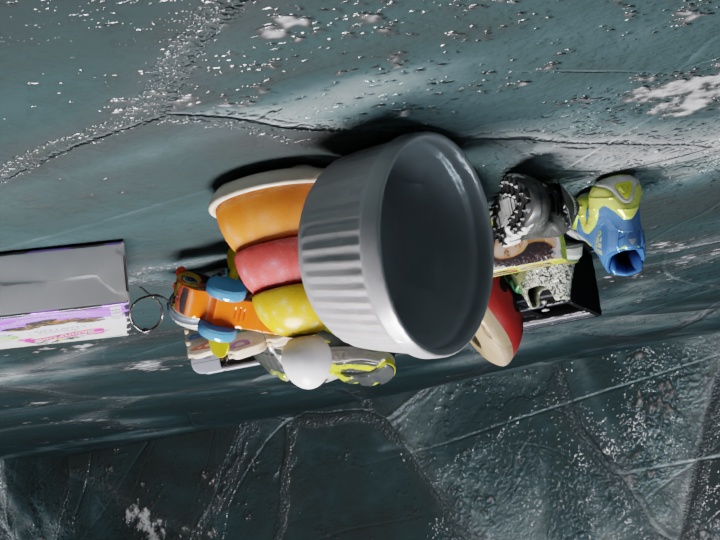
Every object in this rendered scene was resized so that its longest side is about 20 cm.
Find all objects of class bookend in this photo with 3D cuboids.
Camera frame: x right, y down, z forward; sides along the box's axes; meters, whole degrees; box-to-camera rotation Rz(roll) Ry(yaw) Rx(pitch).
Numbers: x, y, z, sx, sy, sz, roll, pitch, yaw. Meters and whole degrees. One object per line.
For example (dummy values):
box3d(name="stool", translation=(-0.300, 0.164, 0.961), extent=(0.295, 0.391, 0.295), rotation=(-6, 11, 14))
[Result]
box3d(name="bookend", translation=(0.218, 0.027, 1.865), extent=(0.196, 0.094, 0.200), rotation=(-12, 168, 20))

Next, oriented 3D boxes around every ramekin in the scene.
box3d(name="ramekin", translation=(0.030, -0.020, 1.208), extent=(0.104, 0.204, 0.199), rotation=(-4, 174, 36))

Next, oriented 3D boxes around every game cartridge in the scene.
box3d(name="game cartridge", translation=(-0.114, 0.100, 1.744), extent=(0.197, 0.042, 0.133), rotation=(-11, 176, 5))

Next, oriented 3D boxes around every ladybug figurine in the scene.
box3d(name="ladybug figurine", translation=(0.151, 0.037, 1.705), extent=(0.072, 0.201, 0.136), rotation=(-37, -150, -6))

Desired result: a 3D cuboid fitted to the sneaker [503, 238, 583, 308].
box3d(name="sneaker", translation=(0.205, 0.003, 1.692), extent=(0.076, 0.090, 0.199), rotation=(1, 180, -28))

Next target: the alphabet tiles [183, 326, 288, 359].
box3d(name="alphabet tiles", translation=(-0.128, 0.057, 1.666), extent=(0.193, 0.015, 0.200), rotation=(-17, -158, -4))

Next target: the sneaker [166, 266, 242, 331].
box3d(name="sneaker", translation=(-0.143, 0.013, 1.607), extent=(0.197, 0.079, 0.087), rotation=(-15, 157, -1))

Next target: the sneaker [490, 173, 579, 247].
box3d(name="sneaker", translation=(0.194, -0.070, 1.422), extent=(0.089, 0.068, 0.200), rotation=(-11, 173, -2))

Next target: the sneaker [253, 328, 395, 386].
box3d(name="sneaker", translation=(-0.043, 0.091, 1.645), extent=(0.197, 0.085, 0.075), rotation=(6, 144, 17))

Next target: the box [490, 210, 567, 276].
box3d(name="box", translation=(0.140, -0.028, 1.569), extent=(0.197, 0.077, 0.050), rotation=(-13, 171, 16))

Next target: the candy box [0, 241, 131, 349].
box3d(name="candy box", translation=(-0.344, 0.032, 1.499), extent=(0.165, 0.073, 0.200), rotation=(-7, 169, -10))

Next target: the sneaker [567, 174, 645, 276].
box3d(name="sneaker", translation=(0.280, -0.037, 1.536), extent=(0.074, 0.107, 0.200), rotation=(-8, 169, -2))

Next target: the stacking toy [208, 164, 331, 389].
box3d(name="stacking toy", translation=(-0.064, 0.012, 1.263), extent=(0.144, 0.203, 0.146), rotation=(-8, 169, -2))

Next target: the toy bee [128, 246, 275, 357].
box3d(name="toy bee", translation=(-0.171, 0.025, 1.528), extent=(0.199, 0.132, 0.109), rotation=(29, -170, -31))
